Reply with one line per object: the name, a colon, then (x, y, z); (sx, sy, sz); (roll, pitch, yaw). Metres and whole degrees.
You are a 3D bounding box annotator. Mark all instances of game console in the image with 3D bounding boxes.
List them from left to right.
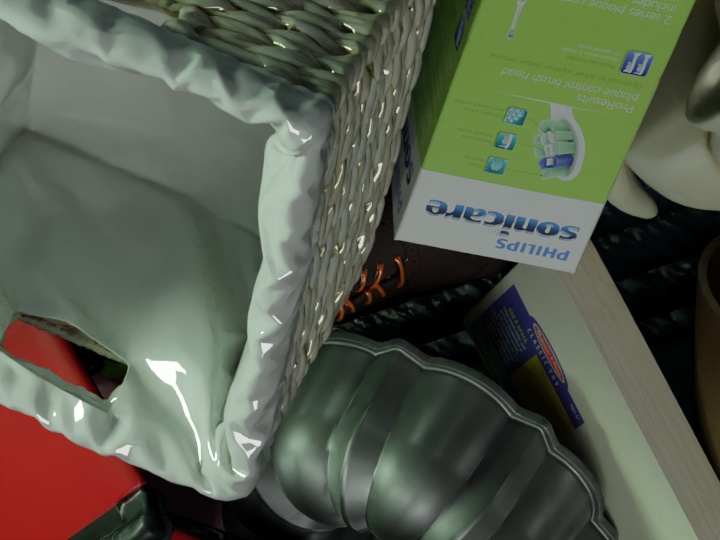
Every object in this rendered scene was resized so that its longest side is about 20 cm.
game console: (-0.148, 0.131, 1.117); (0.172, 0.119, 0.200); (25, 131, -40)

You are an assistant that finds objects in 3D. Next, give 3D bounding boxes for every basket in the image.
basket: (-0.089, -0.053, 0.910); (0.198, 0.161, 0.200); (22, 130, 11)

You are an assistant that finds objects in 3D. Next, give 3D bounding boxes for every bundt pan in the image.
bundt pan: (0.018, 0.127, 1.116); (0.202, 0.076, 0.202); (20, 141, 17)

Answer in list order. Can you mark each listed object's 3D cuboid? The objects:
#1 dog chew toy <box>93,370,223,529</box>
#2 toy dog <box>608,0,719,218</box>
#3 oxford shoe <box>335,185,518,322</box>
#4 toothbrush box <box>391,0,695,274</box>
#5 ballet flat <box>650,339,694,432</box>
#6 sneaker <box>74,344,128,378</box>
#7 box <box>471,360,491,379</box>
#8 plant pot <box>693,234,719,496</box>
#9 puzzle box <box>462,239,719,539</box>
dog chew toy: (-0.124, 0.124, 1.194); (0.124, 0.125, 0.200); (11, 122, -11)
toy dog: (0.221, -0.062, 1.019); (0.200, 0.140, 0.194); (20, 123, -23)
oxford shoe: (0.000, 0.000, 1.112); (0.200, 0.073, 0.071); (-8, 131, 7)
toothbrush box: (0.076, -0.123, 0.958); (0.086, 0.146, 0.200); (11, 129, -12)
ballet flat: (0.228, 0.069, 1.194); (0.200, 0.068, 0.072); (-8, 150, 1)
sneaker: (-0.198, 0.000, 1.102); (0.200, 0.083, 0.072); (18, 128, -16)
box: (0.055, 0.145, 1.243); (0.064, 0.070, 0.200); (14, 130, -13)
plant pot: (0.233, 0.102, 1.081); (0.186, 0.186, 0.200); (5, 116, -5)
puzzle box: (0.120, 0.087, 1.096); (0.025, 0.200, 0.133); (-23, 170, -20)
